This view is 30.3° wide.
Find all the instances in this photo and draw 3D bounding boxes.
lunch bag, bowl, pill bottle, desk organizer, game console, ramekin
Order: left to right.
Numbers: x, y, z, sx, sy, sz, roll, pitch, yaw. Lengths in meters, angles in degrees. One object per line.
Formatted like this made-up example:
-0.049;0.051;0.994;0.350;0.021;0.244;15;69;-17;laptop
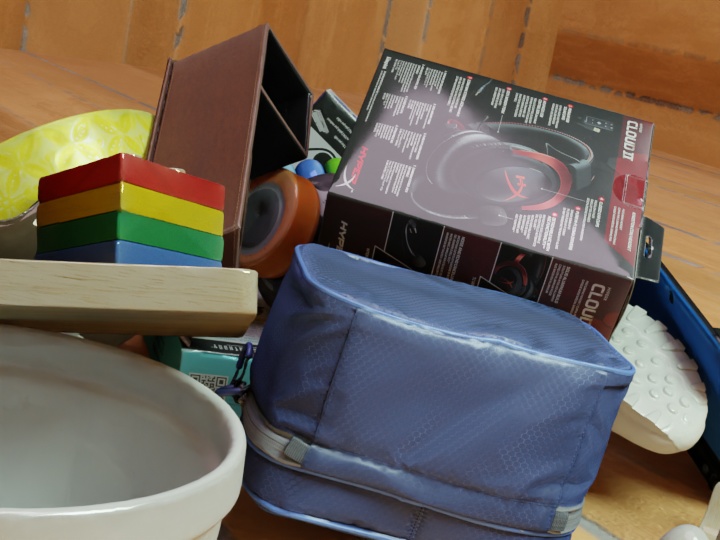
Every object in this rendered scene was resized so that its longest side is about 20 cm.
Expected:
-0.148;0.098;0.505;0.199;0.106;0.200;10;13;-2;ramekin
-0.190;-0.003;0.860;0.200;0.200;0.108;-10;67;-58;bowl
-0.082;-0.060;0.822;0.077;0.072;0.201;-19;41;20;desk organizer
0.000;0.000;0.922;0.200;0.107;0.106;28;-2;-40;pill bottle
0.024;0.076;0.685;0.199;0.133;0.136;15;10;-7;lunch bag
0.249;0.054;0.893;0.170;0.119;0.200;7;31;-20;game console

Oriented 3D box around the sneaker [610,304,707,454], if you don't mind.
0.133;0.057;0.842;0.076;0.081;0.200;-16;43;-37;sneaker

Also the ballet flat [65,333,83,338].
-0.177;0.076;0.677;0.064;0.076;0.200;42;19;-2;ballet flat

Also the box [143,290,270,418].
-0.096;0.049;0.892;0.082;0.049;0.200;7;13;-16;box

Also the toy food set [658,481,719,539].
0.210;0.155;0.659;0.143;0.061;0.200;18;15;32;toy food set

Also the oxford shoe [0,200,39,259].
-0.235;0.012;0.734;0.199;0.085;0.073;-32;9;-26;oxford shoe

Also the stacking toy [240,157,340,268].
-0.009;-0.051;0.994;0.199;0.086;0.085;-8;15;-5;stacking toy

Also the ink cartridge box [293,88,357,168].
0.013;-0.040;1.059;0.200;0.094;0.044;44;9;-5;ink cartridge box

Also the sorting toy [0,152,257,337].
-0.149;-0.011;0.606;0.199;0.070;0.199;3;-6;-7;sorting toy

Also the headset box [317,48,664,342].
0.087;-0.040;0.801;0.199;0.075;0.149;15;45;3;headset box
